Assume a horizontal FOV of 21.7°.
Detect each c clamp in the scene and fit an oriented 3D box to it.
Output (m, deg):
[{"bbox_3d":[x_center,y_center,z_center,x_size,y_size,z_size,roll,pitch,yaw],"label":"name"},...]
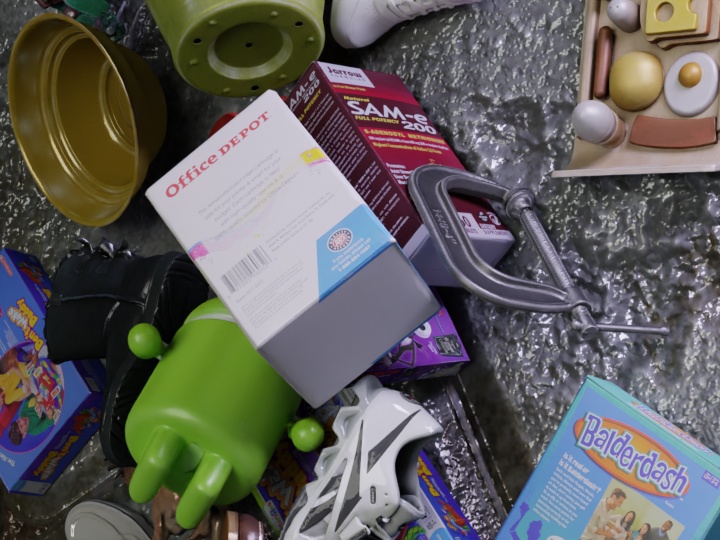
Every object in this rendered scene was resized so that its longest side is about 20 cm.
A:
[{"bbox_3d":[0.124,-0.014,1.451,0.027,0.170,0.200,-65,36,33],"label":"c clamp"}]

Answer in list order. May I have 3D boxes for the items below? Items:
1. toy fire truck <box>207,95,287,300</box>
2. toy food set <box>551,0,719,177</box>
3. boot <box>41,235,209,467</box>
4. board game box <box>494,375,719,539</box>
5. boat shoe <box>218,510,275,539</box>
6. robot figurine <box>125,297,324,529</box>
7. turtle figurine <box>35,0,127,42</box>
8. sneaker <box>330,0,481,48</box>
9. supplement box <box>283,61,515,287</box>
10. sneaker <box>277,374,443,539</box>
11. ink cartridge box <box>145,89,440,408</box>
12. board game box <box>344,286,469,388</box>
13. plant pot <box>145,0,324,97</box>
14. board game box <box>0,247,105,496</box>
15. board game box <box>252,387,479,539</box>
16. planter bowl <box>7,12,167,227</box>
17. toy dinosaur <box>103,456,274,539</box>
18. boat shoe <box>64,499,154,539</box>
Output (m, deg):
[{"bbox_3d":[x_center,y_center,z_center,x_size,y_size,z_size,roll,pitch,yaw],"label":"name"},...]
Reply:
[{"bbox_3d":[-0.098,-0.043,1.637,0.168,0.112,0.201,-25,63,50],"label":"toy fire truck"},{"bbox_3d":[0.219,-0.169,1.449,0.143,0.060,0.201,-1,79,37],"label":"toy food set"},{"bbox_3d":[-0.214,0.065,1.602,0.162,0.073,0.200,2,73,45],"label":"boot"},{"bbox_3d":[0.184,0.203,1.398,0.152,0.045,0.201,36,102,37],"label":"board game box"},{"bbox_3d":[-0.085,0.242,1.507,0.070,0.200,0.071,8,69,-4],"label":"boat shoe"},{"bbox_3d":[-0.112,0.104,1.494,0.201,0.175,0.116,-62,0,-39],"label":"robot figurine"},{"bbox_3d":[-0.270,-0.281,1.765,0.200,0.100,0.151,-167,60,-74],"label":"turtle figurine"},{"bbox_3d":[0.054,-0.250,1.581,0.200,0.075,0.100,-42,57,22],"label":"sneaker"},{"bbox_3d":[0.028,-0.079,1.535,0.061,0.108,0.200,-52,55,29],"label":"supplement box"},{"bbox_3d":[-0.001,0.189,1.440,0.088,0.074,0.201,26,97,26],"label":"sneaker"},{"bbox_3d":[-0.056,-0.025,1.423,0.128,0.125,0.200,-38,58,1],"label":"ink cartridge box"},{"bbox_3d":[0.000,0.000,1.530,0.032,0.120,0.201,-46,58,39],"label":"board game box"},{"bbox_3d":[-0.109,-0.261,1.608,0.200,0.200,0.194,-32,53,27],"label":"plant pot"},{"bbox_3d":[-0.325,0.096,1.801,0.135,0.045,0.200,-48,56,18],"label":"board game box"},{"bbox_3d":[-0.003,0.192,1.529,0.135,0.045,0.200,-47,56,19],"label":"board game box"},{"bbox_3d":[-0.239,-0.148,1.750,0.200,0.083,0.202,22,121,40],"label":"planter bowl"},{"bbox_3d":[-0.153,0.176,1.588,0.200,0.085,0.136,-38,60,50],"label":"toy dinosaur"},{"bbox_3d":[-0.210,0.269,1.659,0.200,0.070,0.071,41,104,35],"label":"boat shoe"}]
